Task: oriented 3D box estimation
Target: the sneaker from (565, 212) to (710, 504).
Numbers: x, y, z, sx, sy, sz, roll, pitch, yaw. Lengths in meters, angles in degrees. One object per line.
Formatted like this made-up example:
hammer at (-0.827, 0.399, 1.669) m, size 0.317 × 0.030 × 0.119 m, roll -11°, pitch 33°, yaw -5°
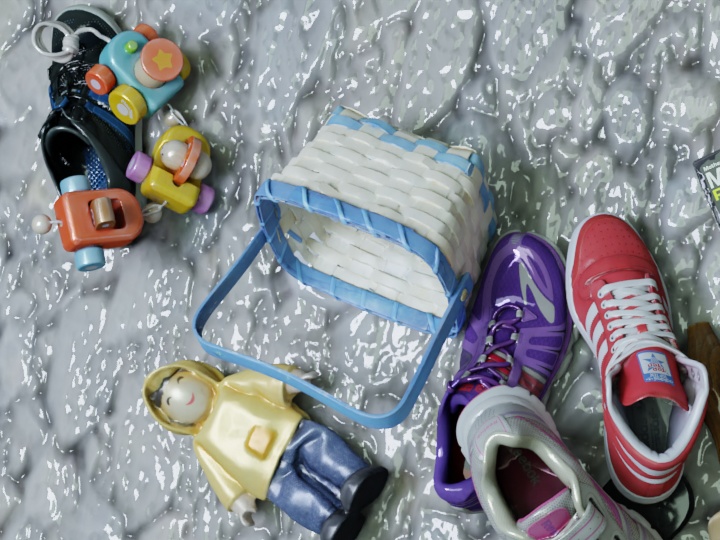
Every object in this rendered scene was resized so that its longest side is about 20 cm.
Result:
sneaker at (0.181, 0.045, 1.191) m, size 0.071 × 0.113 × 0.202 m, roll -10°, pitch 73°, yaw -1°

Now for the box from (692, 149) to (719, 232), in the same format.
box at (0.339, -0.038, 1.183) m, size 0.199 × 0.044 × 0.161 m, roll -26°, pitch 74°, yaw 19°

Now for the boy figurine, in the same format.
boy figurine at (-0.074, 0.120, 1.335) m, size 0.199 × 0.064 × 0.125 m, roll 34°, pitch 100°, yaw 20°

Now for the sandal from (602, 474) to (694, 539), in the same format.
sandal at (0.147, 0.210, 1.239) m, size 0.076 × 0.043 × 0.201 m, roll 37°, pitch 99°, yaw 22°

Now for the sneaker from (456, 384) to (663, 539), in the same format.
sneaker at (0.131, 0.168, 1.170) m, size 0.081 × 0.088 × 0.200 m, roll -43°, pitch 88°, yaw 12°

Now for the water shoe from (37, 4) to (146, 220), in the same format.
water shoe at (-0.211, -0.119, 1.410) m, size 0.071 × 0.079 × 0.202 m, roll -17°, pitch 78°, yaw 20°

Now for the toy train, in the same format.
toy train at (-0.177, -0.103, 1.359) m, size 0.056 × 0.149 × 0.202 m, roll -30°, pitch 65°, yaw 54°

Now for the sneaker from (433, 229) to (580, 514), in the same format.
sneaker at (0.098, 0.071, 1.254) m, size 0.080 × 0.083 × 0.202 m, roll 11°, pitch 88°, yaw 23°

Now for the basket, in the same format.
basket at (0.000, 0.000, 1.261) m, size 0.175 × 0.140 × 0.201 m, roll 24°, pitch 64°, yaw 26°

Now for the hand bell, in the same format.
hand bell at (0.246, 0.129, 1.196) m, size 0.103 × 0.104 × 0.202 m, roll -21°, pitch 64°, yaw 20°
